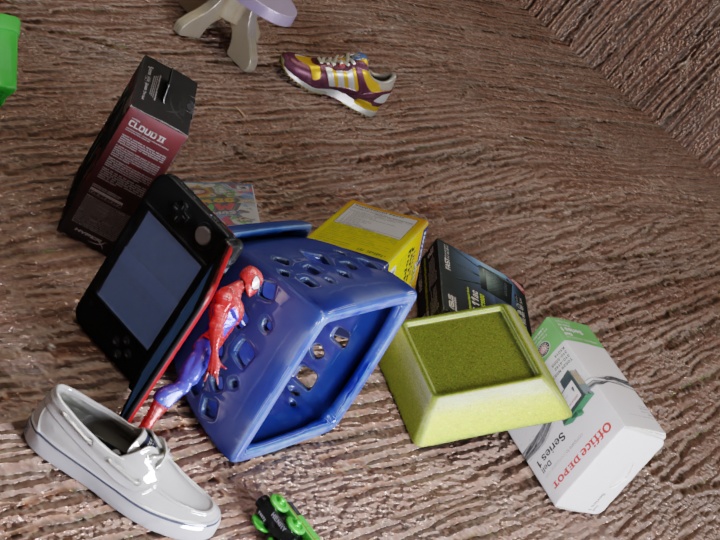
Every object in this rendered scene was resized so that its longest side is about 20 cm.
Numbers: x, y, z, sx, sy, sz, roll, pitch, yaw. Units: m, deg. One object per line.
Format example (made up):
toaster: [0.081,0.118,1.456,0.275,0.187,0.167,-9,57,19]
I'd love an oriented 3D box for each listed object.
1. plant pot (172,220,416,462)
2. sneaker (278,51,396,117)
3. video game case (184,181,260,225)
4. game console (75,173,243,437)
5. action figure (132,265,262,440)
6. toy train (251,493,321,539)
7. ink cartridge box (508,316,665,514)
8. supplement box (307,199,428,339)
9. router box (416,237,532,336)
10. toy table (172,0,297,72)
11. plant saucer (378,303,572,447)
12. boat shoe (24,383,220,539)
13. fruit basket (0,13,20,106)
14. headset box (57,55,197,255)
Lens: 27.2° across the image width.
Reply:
plant pot: [-0.093,0.057,1.559,0.180,0.200,0.200,40,23,22]
sneaker: [-0.037,-0.330,2.439,0.200,0.090,0.075,21,28,-30]
video game case: [-0.191,-0.068,1.745,0.143,0.018,0.200,2,20,-9]
game console: [-0.212,0.032,1.434,0.172,0.200,0.119,45,25,19]
action figure: [-0.151,0.083,1.429,0.052,0.200,0.065,29,-7,-3]
toy train: [-0.033,0.289,1.405,0.200,0.042,0.056,50,18,28]
ink cartridge box: [0.264,0.180,1.848,0.084,0.146,0.200,15,31,-39]
supplement box: [0.000,0.000,1.842,0.109,0.110,0.200,16,22,13]
router box: [0.154,0.055,2.031,0.150,0.062,0.200,27,26,-15]
toy table: [-0.202,-0.412,2.344,0.184,0.117,0.200,8,36,-45]
plant saucer: [0.132,0.112,1.801,0.199,0.048,0.200,-9,40,-13]
boat shoe: [-0.207,0.174,1.351,0.200,0.065,0.074,31,25,-11]
fruit basket: [-0.506,-0.266,1.683,0.215,0.155,0.216,31,40,-29]
headset box: [-0.257,-0.139,1.685,0.075,0.200,0.149,28,26,-16]
